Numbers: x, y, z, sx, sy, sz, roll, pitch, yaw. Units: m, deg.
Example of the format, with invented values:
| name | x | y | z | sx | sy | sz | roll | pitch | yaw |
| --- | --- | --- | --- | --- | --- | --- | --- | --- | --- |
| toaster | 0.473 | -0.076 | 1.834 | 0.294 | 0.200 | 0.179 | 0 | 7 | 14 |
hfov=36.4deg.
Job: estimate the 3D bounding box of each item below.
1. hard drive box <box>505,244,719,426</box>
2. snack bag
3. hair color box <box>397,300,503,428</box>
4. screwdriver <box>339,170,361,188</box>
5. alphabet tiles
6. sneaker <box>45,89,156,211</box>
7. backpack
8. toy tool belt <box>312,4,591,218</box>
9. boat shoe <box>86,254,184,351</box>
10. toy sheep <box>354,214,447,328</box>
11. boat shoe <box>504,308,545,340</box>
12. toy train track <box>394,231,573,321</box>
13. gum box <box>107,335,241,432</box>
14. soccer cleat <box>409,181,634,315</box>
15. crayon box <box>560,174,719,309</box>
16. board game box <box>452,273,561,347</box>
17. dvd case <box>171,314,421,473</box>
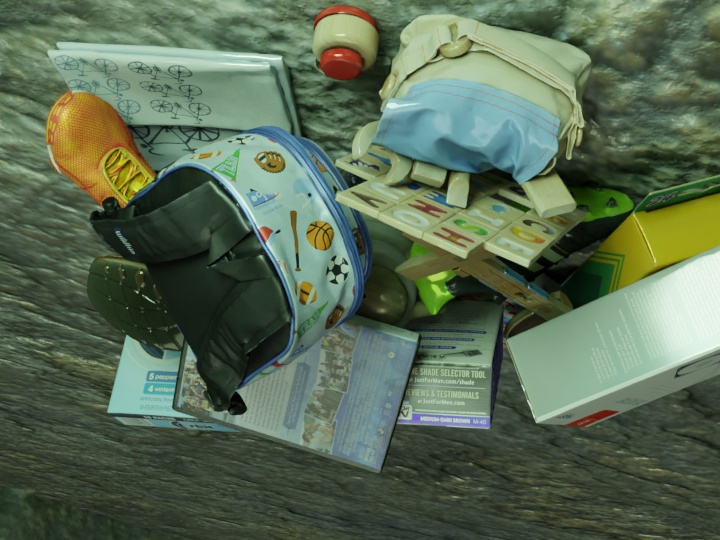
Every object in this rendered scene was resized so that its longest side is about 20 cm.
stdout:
| name | x | y | z | sx | sy | sz | roll | pitch | yaw |
| --- | --- | --- | --- | --- | --- | --- | --- | --- | --- |
| hard drive box | 0.246 | 0.060 | 0.924 | 0.199 | 0.077 | 0.156 | -26 | 161 | 23 |
| snack bag | -0.141 | -0.125 | 0.920 | 0.187 | 0.022 | 0.200 | 5 | 157 | 8 |
| hair color box | 0.078 | 0.083 | 1.044 | 0.109 | 0.065 | 0.200 | 2 | -167 | 11 |
| screwdriver | -0.059 | -0.057 | 1.044 | 0.029 | 0.028 | 0.200 | 46 | 147 | -11 |
| alphabet tiles | 0.066 | -0.053 | 0.803 | 0.167 | 0.008 | 0.200 | 25 | -157 | 17 |
| sneaker | -0.190 | -0.075 | 0.900 | 0.077 | 0.073 | 0.200 | 23 | 159 | 29 |
| backpack | -0.078 | -0.013 | 0.811 | 0.201 | 0.154 | 0.190 | 56 | 154 | -5 |
| toy tool belt | 0.057 | -0.108 | 0.759 | 0.199 | 0.124 | 0.125 | 11 | 157 | -5 |
| boat shoe | -0.147 | 0.032 | 0.995 | 0.199 | 0.074 | 0.076 | 19 | 116 | 4 |
| toy sheep | 0.000 | 0.000 | 1.007 | 0.137 | 0.139 | 0.200 | 16 | -168 | -17 |
| boat shoe | 0.244 | 0.061 | 1.096 | 0.199 | 0.072 | 0.072 | -11 | 144 | 11 |
| toy train track | 0.105 | -0.008 | 0.867 | 0.114 | 0.033 | 0.200 | -17 | 147 | 39 |
| gum box | -0.155 | 0.063 | 1.130 | 0.169 | 0.201 | 0.045 | 0 | 155 | 18 |
| soccer cleat | 0.138 | -0.020 | 0.934 | 0.199 | 0.068 | 0.081 | -16 | 124 | -7 |
| crayon box | 0.265 | -0.015 | 0.931 | 0.125 | 0.052 | 0.200 | -14 | 161 | -16 |
| board game box | 0.138 | 0.026 | 1.153 | 0.126 | 0.035 | 0.200 | -15 | 147 | 42 |
| dvd case | -0.059 | 0.089 | 0.950 | 0.199 | 0.018 | 0.143 | 16 | 118 | 3 |
